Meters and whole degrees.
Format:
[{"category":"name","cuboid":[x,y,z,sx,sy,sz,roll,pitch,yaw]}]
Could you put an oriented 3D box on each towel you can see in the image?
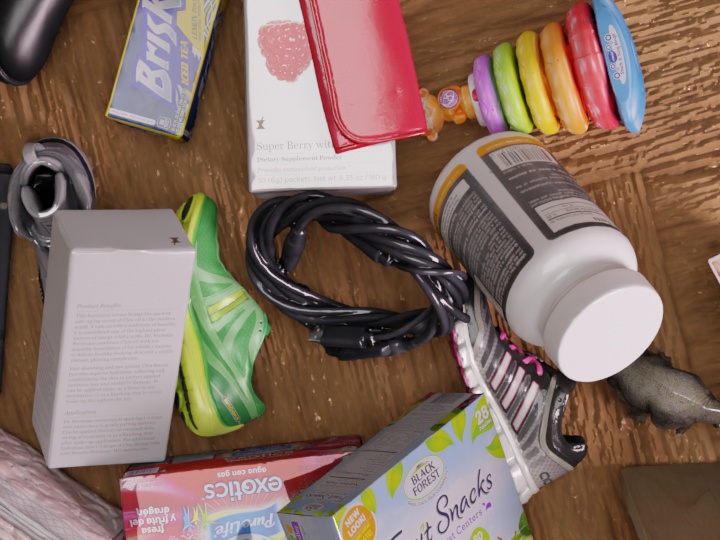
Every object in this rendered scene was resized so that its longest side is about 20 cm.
[{"category":"towel","cuboid":[-0.281,0.168,1.517,0.200,0.191,0.032,34,94,1]}]

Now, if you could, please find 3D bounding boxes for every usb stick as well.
[{"category":"usb stick","cuboid":[-0.319,0.009,1.592,0.055,0.033,0.201,5,89,-31]}]

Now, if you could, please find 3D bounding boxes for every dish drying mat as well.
[{"category":"dish drying mat","cuboid":[-0.006,-0.196,1.486,0.077,0.018,0.201,-13,90,-4]}]

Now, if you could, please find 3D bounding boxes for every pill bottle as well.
[{"category":"pill bottle","cuboid":[0.146,-0.011,1.509,0.116,0.116,0.200,-35,49,0]}]

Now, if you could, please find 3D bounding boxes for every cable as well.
[{"category":"cable","cuboid":[0.000,0.000,1.521,0.163,0.200,0.051,57,49,-23]}]

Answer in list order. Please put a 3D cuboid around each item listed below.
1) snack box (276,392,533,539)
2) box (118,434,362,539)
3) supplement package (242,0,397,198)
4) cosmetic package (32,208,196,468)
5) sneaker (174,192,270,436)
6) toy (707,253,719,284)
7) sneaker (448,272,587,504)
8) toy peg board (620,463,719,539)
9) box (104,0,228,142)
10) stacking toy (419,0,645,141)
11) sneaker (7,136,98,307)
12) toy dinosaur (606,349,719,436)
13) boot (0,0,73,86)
[{"category":"snack box","cuboid":[0.043,0.214,1.502,0.068,0.200,0.169,-4,111,42]},{"category":"box","cuboid":[-0.090,0.196,1.561,0.199,0.100,0.096,-7,93,0]},{"category":"supplement package","cuboid":[-0.034,-0.162,1.554,0.121,0.120,0.201,-2,89,0]},{"category":"cosmetic package","cuboid":[-0.199,0.054,1.523,0.101,0.071,0.201,-1,120,-22]},{"category":"sneaker","cuboid":[-0.121,0.036,1.587,0.083,0.074,0.201,-5,86,-25]},{"category":"toy","cuboid":[0.355,0.067,1.550,0.047,0.115,0.200,-28,85,31]},{"category":"sneaker","cuboid":[0.130,0.088,1.577,0.087,0.074,0.200,-21,94,0]},{"category":"toy peg board","cuboid":[0.320,0.235,1.524,0.198,0.200,0.098,-2,107,0]},{"category":"box","cuboid":[-0.150,-0.211,1.583,0.070,0.064,0.201,15,90,1]},{"category":"stacking toy","cuboid":[0.129,-0.150,1.574,0.199,0.110,0.116,-14,86,12]},{"category":"sneaker","cuboid":[-0.239,-0.013,1.556,0.075,0.115,0.201,-15,90,0]},{"category":"toy dinosaur","cuboid":[0.245,0.098,1.546,0.200,0.102,0.077,42,97,33]},{"category":"boot","cuboid":[-0.219,-0.243,1.544,0.162,0.073,0.199,9,84,35]}]
